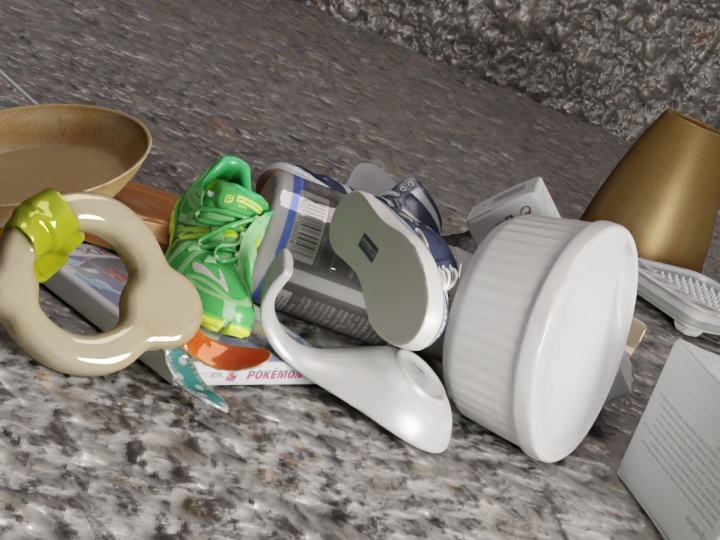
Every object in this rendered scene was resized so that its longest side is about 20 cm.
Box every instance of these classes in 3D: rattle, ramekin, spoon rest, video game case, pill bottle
[{"bbox_3d":[-0.180,0.038,1.241,0.199,0.143,0.131,27,48,-24],"label":"rattle"},{"bbox_3d":[0.144,0.047,1.437,0.094,0.204,0.202,18,10,27],"label":"ramekin"},{"bbox_3d":[-0.005,0.070,1.342,0.200,0.061,0.100,42,19,-20],"label":"spoon rest"},{"bbox_3d":[-0.142,0.032,1.364,0.199,0.023,0.181,34,17,33],"label":"video game case"},{"bbox_3d":[0.000,0.000,1.520,0.198,0.115,0.114,21,14,-13],"label":"pill bottle"}]

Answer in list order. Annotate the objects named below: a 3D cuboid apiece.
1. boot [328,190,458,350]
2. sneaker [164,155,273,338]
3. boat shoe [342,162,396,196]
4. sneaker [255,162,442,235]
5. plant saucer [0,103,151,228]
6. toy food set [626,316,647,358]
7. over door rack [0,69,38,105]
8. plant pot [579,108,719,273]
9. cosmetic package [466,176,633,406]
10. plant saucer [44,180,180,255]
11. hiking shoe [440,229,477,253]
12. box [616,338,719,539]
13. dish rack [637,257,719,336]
[{"bbox_3d":[0.047,0.006,1.375,0.090,0.073,0.200,22,22,-29],"label":"boot"},{"bbox_3d":[-0.111,-0.024,1.359,0.073,0.084,0.201,20,30,-21],"label":"sneaker"},{"bbox_3d":[-0.027,-0.034,1.693,0.072,0.066,0.200,37,37,-5],"label":"boat shoe"},{"bbox_3d":[-0.006,-0.057,1.621,0.199,0.070,0.109,34,41,-19],"label":"sneaker"},{"bbox_3d":[-0.265,-0.080,1.420,0.198,0.036,0.201,-3,27,1],"label":"plant saucer"},{"bbox_3d":[0.203,0.043,1.798,0.143,0.061,0.200,29,15,19],"label":"toy food set"},{"bbox_3d":[-0.377,-0.174,1.607,0.201,0.067,0.147,52,24,20],"label":"over door rack"},{"bbox_3d":[0.420,-0.112,2.428,0.185,0.202,0.187,22,13,-5],"label":"plant pot"},{"bbox_3d":[0.171,0.024,1.582,0.201,0.073,0.102,65,13,-6],"label":"cosmetic package"},{"bbox_3d":[-0.196,-0.048,1.495,0.198,0.033,0.200,16,9,-3],"label":"plant saucer"},{"bbox_3d":[0.068,-0.016,1.765,0.100,0.076,0.200,29,16,9],"label":"hiking shoe"},{"bbox_3d":[0.339,0.173,1.402,0.197,0.132,0.200,19,14,-17],"label":"box"},{"bbox_3d":[0.413,0.042,2.176,0.199,0.044,0.171,11,18,-42],"label":"dish rack"}]
